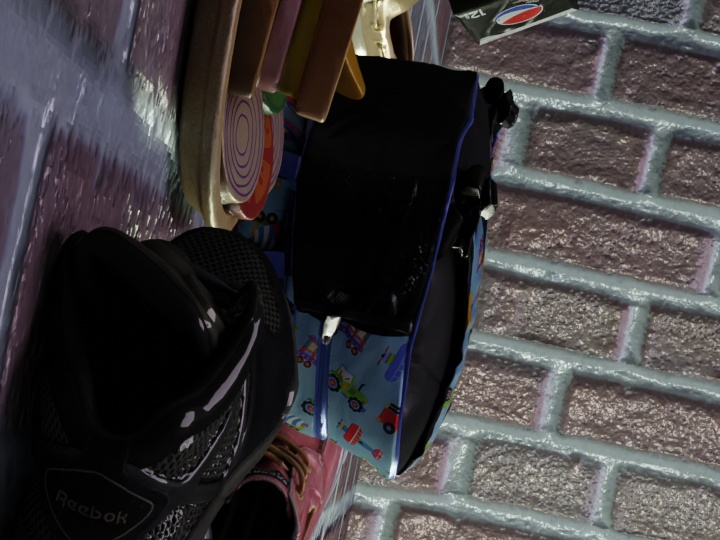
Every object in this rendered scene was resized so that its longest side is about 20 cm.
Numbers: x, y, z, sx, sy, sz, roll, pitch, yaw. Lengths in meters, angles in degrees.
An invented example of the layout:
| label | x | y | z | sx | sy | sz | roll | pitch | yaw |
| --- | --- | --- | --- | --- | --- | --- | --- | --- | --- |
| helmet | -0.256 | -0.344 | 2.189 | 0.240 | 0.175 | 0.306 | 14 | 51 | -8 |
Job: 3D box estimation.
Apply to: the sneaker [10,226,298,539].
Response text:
| label | x | y | z | sx | sy | sz | roll | pitch | yaw |
| --- | --- | --- | --- | --- | --- | --- | --- | --- | --- |
| sneaker | -0.059 | 0.020 | 0.704 | 0.200 | 0.076 | 0.115 | -63 | 171 | -58 |

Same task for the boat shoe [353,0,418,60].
| label | x | y | z | sx | sy | sz | roll | pitch | yaw |
| --- | --- | --- | --- | --- | --- | --- | --- | --- | --- |
| boat shoe | 0.013 | -0.184 | 1.238 | 0.200 | 0.069 | 0.074 | 95 | 7 | -60 |

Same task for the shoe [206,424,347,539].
| label | x | y | z | sx | sy | sz | roll | pitch | yaw |
| --- | --- | --- | --- | --- | --- | --- | --- | --- | --- |
| shoe | -0.049 | 0.122 | 1.195 | 0.091 | 0.071 | 0.201 | 107 | 1 | -65 |

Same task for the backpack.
| label | x | y | z | sx | sy | sz | roll | pitch | yaw |
| --- | --- | --- | --- | --- | --- | --- | --- | --- | --- |
| backpack | 0.000 | 0.000 | 1.091 | 0.183 | 0.134 | 0.201 | -71 | 171 | -66 |

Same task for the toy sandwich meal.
| label | x | y | z | sx | sy | sz | roll | pitch | yaw |
| --- | --- | --- | --- | --- | --- | --- | --- | --- | --- |
| toy sandwich meal | -0.024 | -0.108 | 0.886 | 0.205 | 0.070 | 0.206 | 11 | 90 | -86 |

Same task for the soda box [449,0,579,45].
| label | x | y | z | sx | sy | sz | roll | pitch | yaw |
| --- | --- | --- | --- | --- | --- | --- | --- | --- | --- |
| soda box | 0.067 | -0.241 | 1.216 | 0.063 | 0.070 | 0.201 | 34 | 40 | -70 |

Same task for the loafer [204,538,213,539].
| label | x | y | z | sx | sy | sz | roll | pitch | yaw |
| --- | --- | --- | --- | --- | --- | --- | --- | --- | --- |
| loafer | -0.080 | 0.126 | 0.745 | 0.201 | 0.070 | 0.068 | -31 | 132 | -85 |
